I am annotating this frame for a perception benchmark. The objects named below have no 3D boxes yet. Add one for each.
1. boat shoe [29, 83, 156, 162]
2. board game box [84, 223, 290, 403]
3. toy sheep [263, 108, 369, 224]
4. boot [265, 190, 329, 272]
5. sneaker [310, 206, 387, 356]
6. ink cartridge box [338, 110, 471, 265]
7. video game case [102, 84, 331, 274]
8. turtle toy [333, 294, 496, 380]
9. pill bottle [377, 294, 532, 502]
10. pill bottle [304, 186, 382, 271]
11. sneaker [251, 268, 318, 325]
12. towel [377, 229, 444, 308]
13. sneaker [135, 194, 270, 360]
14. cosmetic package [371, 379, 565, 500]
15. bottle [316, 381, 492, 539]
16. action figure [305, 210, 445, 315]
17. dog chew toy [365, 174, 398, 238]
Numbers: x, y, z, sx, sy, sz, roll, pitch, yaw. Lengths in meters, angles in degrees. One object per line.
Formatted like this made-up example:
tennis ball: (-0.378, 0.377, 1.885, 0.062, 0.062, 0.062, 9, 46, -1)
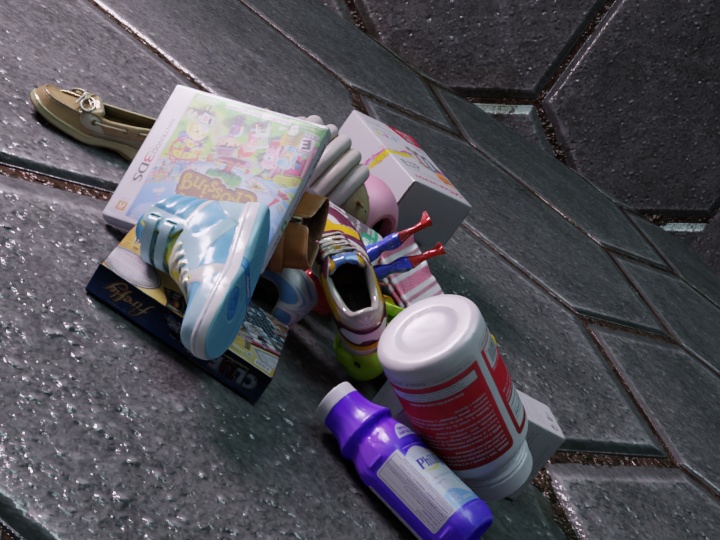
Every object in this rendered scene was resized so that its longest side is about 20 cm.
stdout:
boat shoe: (-0.307, -0.186, 1.430, 0.199, 0.063, 0.073, 26, 20, -31)
board game box: (-0.169, 0.040, 1.181, 0.199, 0.035, 0.136, 35, 18, -7)
toy sheep: (-0.064, -0.131, 1.518, 0.200, 0.138, 0.138, 45, 17, -5)
boot: (-0.107, -0.083, 1.292, 0.152, 0.203, 0.074, 0, -23, 18)
sneaker: (-0.019, -0.010, 1.282, 0.091, 0.074, 0.202, 86, -20, -58)
ink cartridge box: (0.042, -0.115, 1.780, 0.144, 0.145, 0.201, 19, 26, -44)
video game case: (-0.155, -0.104, 1.261, 0.197, 0.184, 0.022, 18, -24, 19)
turtle toy: (0.053, 0.091, 1.357, 0.198, 0.103, 0.145, 21, -3, -40)
pill bottle: (0.103, 0.134, 1.177, 0.113, 0.111, 0.202, -109, 173, -60)
pill bottle: (-0.080, -0.046, 1.432, 0.198, 0.114, 0.113, 32, 18, -13)
sneaker: (-0.133, -0.009, 1.327, 0.072, 0.073, 0.199, -29, 53, -35)
towel: (0.090, 0.043, 1.575, 0.202, 0.030, 0.146, 57, 21, 0)
sneaker: (-0.169, 0.002, 1.122, 0.128, 0.080, 0.201, 11, 39, 5)
cosmetic package: (0.121, 0.168, 1.305, 0.198, 0.102, 0.074, 30, 18, -24)
bottle: (0.039, 0.193, 1.141, 0.200, 0.066, 0.083, 44, 13, 21)
action figure: (0.000, 0.000, 1.368, 0.066, 0.198, 0.052, 64, 1, -15)
dog chew toy: (-0.039, -0.101, 1.648, 0.199, 0.126, 0.124, 39, 16, 32)
